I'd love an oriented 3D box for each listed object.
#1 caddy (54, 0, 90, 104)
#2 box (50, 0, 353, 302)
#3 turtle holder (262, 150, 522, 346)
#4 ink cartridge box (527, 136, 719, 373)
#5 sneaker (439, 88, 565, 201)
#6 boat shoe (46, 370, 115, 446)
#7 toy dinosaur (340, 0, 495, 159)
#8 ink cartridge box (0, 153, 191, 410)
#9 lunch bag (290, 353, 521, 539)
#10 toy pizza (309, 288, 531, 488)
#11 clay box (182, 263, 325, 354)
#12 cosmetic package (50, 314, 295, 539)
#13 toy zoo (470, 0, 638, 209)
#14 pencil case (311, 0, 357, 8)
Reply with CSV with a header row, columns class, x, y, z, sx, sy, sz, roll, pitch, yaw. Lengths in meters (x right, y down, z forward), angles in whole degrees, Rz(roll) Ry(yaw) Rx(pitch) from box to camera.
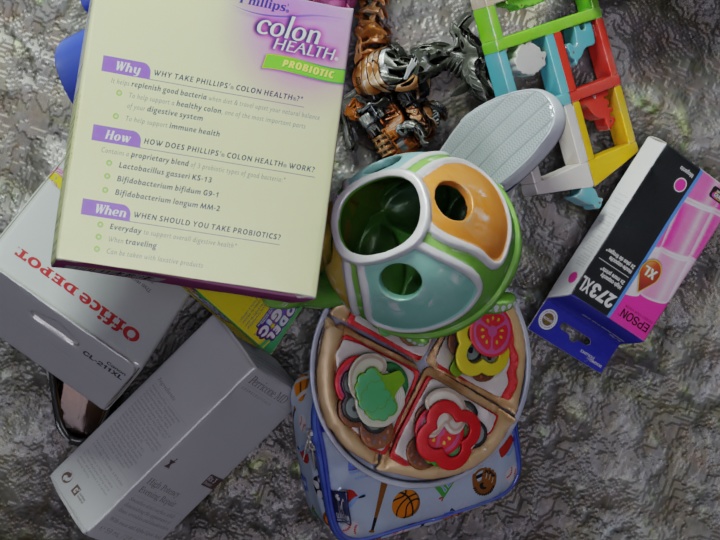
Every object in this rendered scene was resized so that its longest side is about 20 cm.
class,x,y,z,sx,sy,sz,roll,pitch,yaw
caddy,-0.139,-0.161,1.095,0.200,0.104,0.142,42,51,-45
box,-0.110,-0.089,0.967,0.175,0.097,0.202,8,86,-14
turtle holder,0.023,-0.025,1.065,0.184,0.132,0.142,9,81,28
ink cartridge box,0.238,-0.008,1.238,0.094,0.037,0.201,30,96,-26
sneaker,0.100,-0.078,1.163,0.200,0.071,0.073,-39,62,35
boat shoe,-0.233,0.049,1.204,0.071,0.068,0.202,3,94,-2
toy dinosaur,0.039,-0.162,1.188,0.135,0.102,0.201,-10,121,14
ink cartridge box,-0.204,-0.013,1.131,0.145,0.201,0.083,36,138,-8
lunch bag,0.037,0.137,1.207,0.199,0.075,0.162,-13,108,-21
toy pizza,0.055,0.079,1.153,0.199,0.032,0.202,0,91,-21
clay box,-0.087,-0.019,1.101,0.115,0.047,0.200,-56,139,-10
cosmetic package,-0.153,0.141,1.196,0.200,0.102,0.074,-44,59,4
toy zoo,0.171,-0.148,1.198,0.131,0.020,0.201,-23,101,-34
pencil case,-0.097,-0.252,1.158,0.198,0.091,0.094,8,62,-2
